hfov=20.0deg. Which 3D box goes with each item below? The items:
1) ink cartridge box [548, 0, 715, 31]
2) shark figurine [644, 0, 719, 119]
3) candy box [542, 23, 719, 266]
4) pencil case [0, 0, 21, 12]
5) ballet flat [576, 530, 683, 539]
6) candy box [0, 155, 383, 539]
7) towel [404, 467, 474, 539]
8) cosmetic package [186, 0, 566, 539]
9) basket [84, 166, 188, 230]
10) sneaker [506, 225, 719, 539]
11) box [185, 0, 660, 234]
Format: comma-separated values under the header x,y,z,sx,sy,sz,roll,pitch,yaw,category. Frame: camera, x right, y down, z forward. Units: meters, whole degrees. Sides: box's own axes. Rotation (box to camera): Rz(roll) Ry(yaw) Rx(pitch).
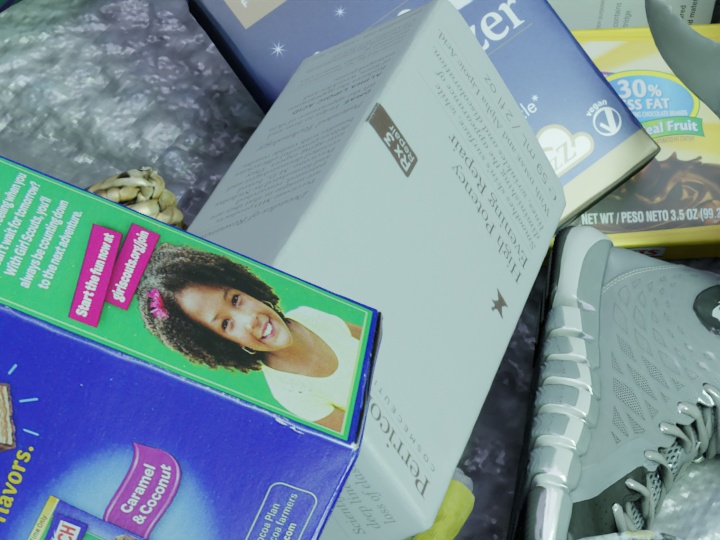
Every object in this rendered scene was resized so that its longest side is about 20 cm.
x,y,z,sx,sy,sz,roll,pitch,yaw,category
0.050,-0.157,0.935,0.198,0.085,0.145,-3,51,-6,ink cartridge box
0.176,-0.006,0.809,0.089,0.214,0.129,5,64,58,shark figurine
0.065,-0.052,0.869,0.198,0.026,0.103,-3,70,-5,candy box
-0.175,-0.164,0.930,0.199,0.085,0.093,-32,87,-26,pencil case
0.028,0.149,0.674,0.200,0.072,0.072,-37,58,-2,ballet flat
-0.117,0.058,0.586,0.199,0.170,0.077,22,29,-8,candy box
-0.046,0.147,0.674,0.143,0.023,0.200,-16,32,45,towel
0.000,0.000,0.701,0.074,0.102,0.200,-22,25,30,cosmetic package
-0.139,0.069,0.731,0.199,0.143,0.150,-22,90,-11,basket
0.118,0.067,0.765,0.115,0.075,0.201,10,50,3,sneaker
0.015,-0.092,0.837,0.121,0.032,0.200,-36,84,-9,box
